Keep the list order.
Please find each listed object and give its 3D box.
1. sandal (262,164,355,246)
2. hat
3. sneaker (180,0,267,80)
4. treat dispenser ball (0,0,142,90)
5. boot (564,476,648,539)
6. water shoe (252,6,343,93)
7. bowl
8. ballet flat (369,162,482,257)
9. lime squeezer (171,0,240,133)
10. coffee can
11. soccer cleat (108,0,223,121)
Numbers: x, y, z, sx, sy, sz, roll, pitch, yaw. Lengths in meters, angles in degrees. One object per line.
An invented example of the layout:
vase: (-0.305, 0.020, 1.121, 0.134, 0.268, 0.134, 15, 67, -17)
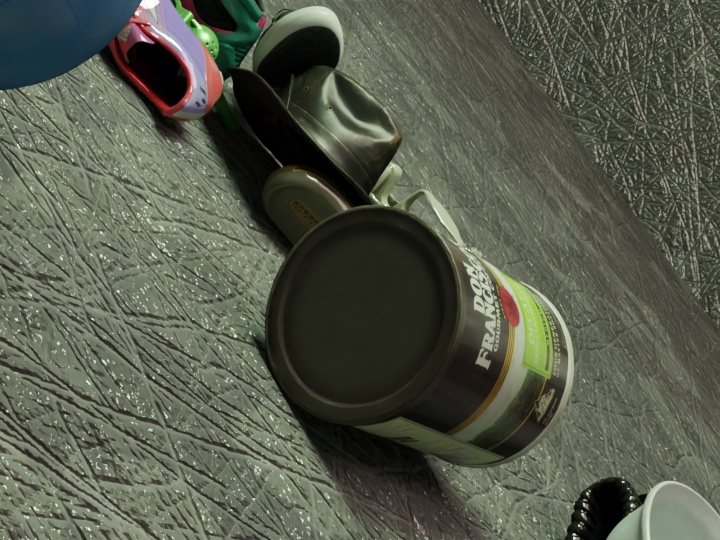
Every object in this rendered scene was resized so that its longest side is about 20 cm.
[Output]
sandal: (0.000, 0.000, 1.404, 0.200, 0.082, 0.055, 45, 35, -13)
hat: (-0.019, -0.110, 1.479, 0.201, 0.081, 0.201, 47, -11, 12)
sneaker: (-0.148, -0.255, 1.485, 0.200, 0.121, 0.084, 47, 15, -12)
treat dispenser ball: (-0.209, -0.200, 1.002, 0.201, 0.201, 0.201, 46, 15, -16)
boot: (0.232, 0.226, 1.535, 0.158, 0.079, 0.211, 44, 16, -25)
water shoe: (-0.062, -0.192, 1.543, 0.200, 0.071, 0.079, 124, -36, -68)
bowl: (0.233, 0.268, 1.365, 0.201, 0.090, 0.202, 40, 35, -36)
ballet flat: (0.030, -0.053, 1.566, 0.200, 0.072, 0.072, 43, 11, 21)
lime squeezer: (-0.152, -0.194, 1.445, 0.200, 0.038, 0.071, 46, -11, -15)
coffee can: (0.045, 0.051, 1.263, 0.147, 0.146, 0.200, 58, 16, 28)
soccer cleat: (-0.179, -0.198, 1.376, 0.200, 0.067, 0.076, 53, 19, -1)
